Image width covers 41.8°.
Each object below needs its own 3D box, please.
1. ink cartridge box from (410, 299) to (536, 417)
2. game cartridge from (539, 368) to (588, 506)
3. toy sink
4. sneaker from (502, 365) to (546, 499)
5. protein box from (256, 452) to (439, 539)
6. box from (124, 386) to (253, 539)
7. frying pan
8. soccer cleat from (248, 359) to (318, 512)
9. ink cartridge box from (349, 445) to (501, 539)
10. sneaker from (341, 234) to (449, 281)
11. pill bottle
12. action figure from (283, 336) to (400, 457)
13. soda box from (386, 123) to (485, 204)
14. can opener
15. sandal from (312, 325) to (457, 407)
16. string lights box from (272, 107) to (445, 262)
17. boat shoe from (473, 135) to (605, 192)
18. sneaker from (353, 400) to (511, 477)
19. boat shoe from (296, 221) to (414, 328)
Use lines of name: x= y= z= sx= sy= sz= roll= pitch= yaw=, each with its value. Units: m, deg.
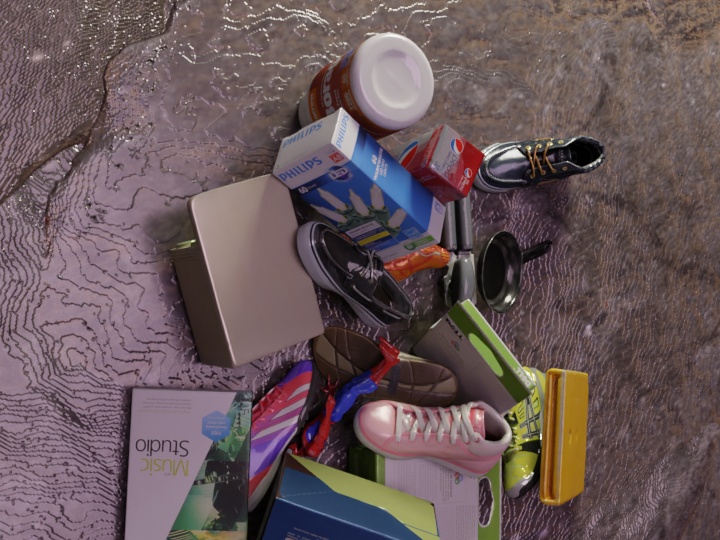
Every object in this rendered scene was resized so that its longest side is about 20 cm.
ink cartridge box: x=0.160 y=0.112 z=1.216 sx=0.075 sy=0.200 sz=0.149 roll=-34 pitch=80 yaw=-25
game cartridge: x=0.290 y=0.231 z=1.329 sx=0.200 sy=0.032 sz=0.180 roll=20 pitch=73 yaw=-67
toy sink: x=-0.145 y=-0.001 z=1.135 sx=0.129 sy=0.111 sz=0.204 roll=-20 pitch=99 yaw=-31
sneaker: x=0.222 y=0.226 z=1.326 sx=0.076 sy=0.075 sz=0.202 roll=30 pitch=50 yaw=-13
protein box: x=-0.032 y=0.356 z=1.089 sx=0.195 sy=0.135 sz=0.203 roll=19 pitch=100 yaw=-3
box: x=-0.200 y=0.241 z=1.104 sx=0.141 sy=0.036 sz=0.204 roll=2 pitch=86 yaw=-3
frying pan: x=0.214 y=-0.022 z=1.350 sx=0.191 sy=0.031 sz=0.116 roll=-53 pitch=131 yaw=-36
soccer cleat: x=-0.117 y=0.193 z=1.164 sx=0.073 sy=0.068 sz=0.202 roll=31 pitch=75 yaw=-18
ink cartridge box: x=0.088 y=0.308 z=1.249 sx=0.197 sy=0.075 sz=0.151 roll=3 pitch=85 yaw=-29
sneaker: x=0.028 y=-0.010 z=1.263 sx=0.196 sy=0.073 sz=0.079 roll=-2 pitch=109 yaw=-24
pill bottle: x=-0.002 y=-0.214 z=1.175 sx=0.110 sy=0.199 sz=0.115 roll=2 pitch=84 yaw=-27
action figure: x=-0.030 y=0.170 z=1.187 sx=0.051 sy=0.065 sz=0.201 roll=37 pitch=98 yaw=-9
soda box: x=0.070 y=-0.121 z=1.206 sx=0.070 sy=0.199 sz=0.064 roll=33 pitch=71 yaw=-20
can opener: x=0.140 y=-0.043 z=1.318 sx=0.052 sy=0.066 sz=0.204 roll=-1 pitch=82 yaw=-26
sandal: x=0.031 y=0.128 z=1.235 sx=0.196 sy=0.054 sz=0.082 roll=16 pitch=101 yaw=-1
string lights box: x=0.002 y=-0.096 z=1.131 sx=0.199 sy=0.102 sz=0.060 roll=39 pitch=49 yaw=-33
boat shoe: x=0.259 y=-0.162 z=1.369 sx=0.197 sy=0.091 sz=0.072 roll=-13 pitch=92 yaw=-27
sneaker: x=0.097 y=0.192 z=1.168 sx=0.197 sy=0.105 sz=0.076 roll=19 pitch=49 yaw=-15
boat shoe: x=0.000 y=0.000 z=1.157 sx=0.200 sy=0.070 sz=0.073 roll=42 pitch=46 yaw=-42
